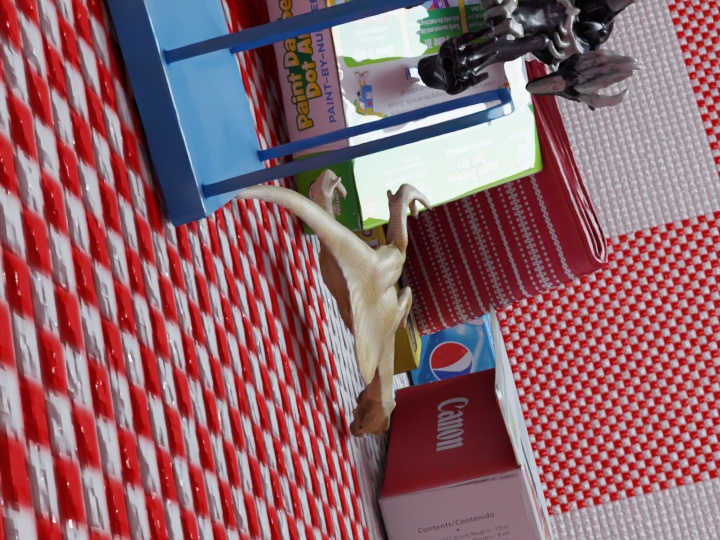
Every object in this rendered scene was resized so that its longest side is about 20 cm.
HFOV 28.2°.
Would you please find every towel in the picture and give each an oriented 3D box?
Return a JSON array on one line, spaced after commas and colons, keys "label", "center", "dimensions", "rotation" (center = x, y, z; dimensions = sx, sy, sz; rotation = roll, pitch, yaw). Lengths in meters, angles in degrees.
[{"label": "towel", "center": [0.075, -0.043, 0.966], "dimensions": [0.200, 0.022, 0.145], "rotation": [-25, -97, 52]}]

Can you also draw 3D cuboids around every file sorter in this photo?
[{"label": "file sorter", "center": [-0.026, -0.135, 0.519], "dimensions": [0.139, 0.123, 0.200], "rotation": [-63, 139, -79]}]

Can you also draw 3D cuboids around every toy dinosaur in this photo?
[{"label": "toy dinosaur", "center": [0.000, 0.000, 0.682], "dimensions": [0.200, 0.058, 0.101], "rotation": [70, 20, -47]}]

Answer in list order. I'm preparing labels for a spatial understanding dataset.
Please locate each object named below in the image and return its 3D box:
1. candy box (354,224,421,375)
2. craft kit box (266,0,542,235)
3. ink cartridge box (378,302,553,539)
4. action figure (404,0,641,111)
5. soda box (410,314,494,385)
[{"label": "candy box", "center": [0.005, -0.036, 0.966], "dimensions": [0.102, 0.026, 0.200], "rotation": [-77, 153, -83]}, {"label": "craft kit box", "center": [0.027, -0.135, 0.812], "dimensions": [0.200, 0.048, 0.198], "rotation": [-20, 100, -52]}, {"label": "ink cartridge box", "center": [0.065, 0.131, 0.863], "dimensions": [0.200, 0.084, 0.176], "rotation": [-73, 148, -78]}, {"label": "action figure", "center": [0.113, -0.146, 0.812], "dimensions": [0.200, 0.102, 0.119], "rotation": [-17, 100, -49]}, {"label": "soda box", "center": [0.077, 0.053, 1.184], "dimensions": [0.200, 0.068, 0.064], "rotation": [-68, 142, -78]}]
